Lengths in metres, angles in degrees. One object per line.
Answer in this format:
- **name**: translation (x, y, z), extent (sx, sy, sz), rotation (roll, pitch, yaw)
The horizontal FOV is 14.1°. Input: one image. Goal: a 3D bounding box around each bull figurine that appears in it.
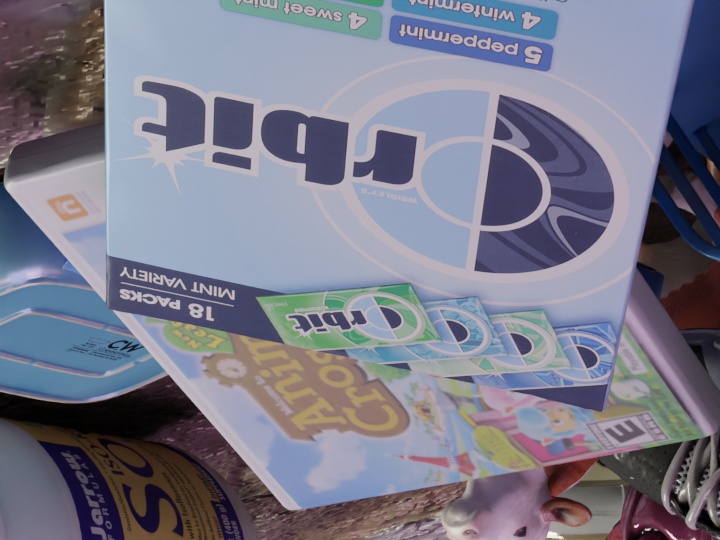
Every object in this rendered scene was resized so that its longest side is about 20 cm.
- **bull figurine**: translation (0.099, 0.025, 1.170), extent (0.200, 0.065, 0.122), rotation (-36, 125, -7)

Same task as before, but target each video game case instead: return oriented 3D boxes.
- **video game case**: translation (0.003, 0.008, 1.006), extent (0.181, 0.022, 0.200), rotation (-12, 135, 28)

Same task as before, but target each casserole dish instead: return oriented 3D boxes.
- **casserole dish**: translation (-0.120, 0.013, 1.150), extent (0.121, 0.039, 0.200), rotation (-24, 159, 25)

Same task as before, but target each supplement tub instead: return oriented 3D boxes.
- **supplement tub**: translation (-0.153, 0.140, 1.308), extent (0.145, 0.146, 0.200), rotation (-26, 158, 28)

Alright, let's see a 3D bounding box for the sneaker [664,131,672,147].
- **sneaker**: translation (0.065, -0.047, 1.054), extent (0.073, 0.085, 0.200), rotation (-26, 159, 24)

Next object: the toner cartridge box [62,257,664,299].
- **toner cartridge box**: translation (0.000, 0.000, 1.060), extent (0.199, 0.043, 0.095), rotation (22, 150, -12)

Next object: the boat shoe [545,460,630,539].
- **boat shoe**: translation (0.145, 0.111, 1.335), extent (0.199, 0.069, 0.075), rotation (6, -159, 22)

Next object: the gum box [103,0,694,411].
- **gum box**: translation (0.008, -0.048, 0.885), extent (0.169, 0.045, 0.200), rotation (11, 140, 5)

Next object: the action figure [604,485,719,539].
- **action figure**: translation (0.158, 0.105, 1.141), extent (0.199, 0.134, 0.149), rotation (-4, 127, 38)

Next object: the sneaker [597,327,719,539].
- **sneaker**: translation (0.144, 0.079, 1.026), extent (0.199, 0.075, 0.115), rotation (18, -158, 31)

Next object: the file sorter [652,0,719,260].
- **file sorter**: translation (0.172, -0.061, 0.993), extent (0.139, 0.123, 0.200), rotation (-38, 155, 15)
